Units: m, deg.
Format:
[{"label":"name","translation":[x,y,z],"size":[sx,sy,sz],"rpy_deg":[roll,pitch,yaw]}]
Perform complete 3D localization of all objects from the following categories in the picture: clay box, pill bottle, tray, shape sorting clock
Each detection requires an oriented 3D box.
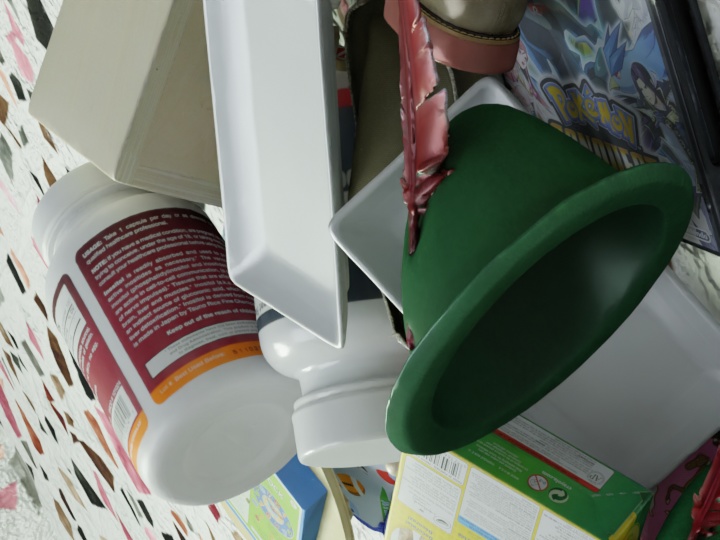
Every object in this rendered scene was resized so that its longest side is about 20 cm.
[{"label":"clay box","translation":[0.066,0.158,1.207],"size":[0.115,0.048,0.201],"rpy_deg":[30,138,19]},{"label":"pill bottle","translation":[0.000,0.000,1.339],"size":[0.120,0.119,0.201],"rpy_deg":[132,133,-71]},{"label":"tray","translation":[0.089,0.015,1.170],"size":[0.200,0.107,0.022],"rpy_deg":[47,-172,-7]},{"label":"pill bottle","translation":[-0.115,0.030,1.436],"size":[0.200,0.112,0.113],"rpy_deg":[57,163,34]},{"label":"shape sorting clock","translation":[-0.063,0.115,1.543],"size":[0.200,0.039,0.201],"rpy_deg":[48,157,28]},{"label":"tray","translation":[-0.038,-0.069,1.233],"size":[0.107,0.022,0.201],"rpy_deg":[31,133,49]}]

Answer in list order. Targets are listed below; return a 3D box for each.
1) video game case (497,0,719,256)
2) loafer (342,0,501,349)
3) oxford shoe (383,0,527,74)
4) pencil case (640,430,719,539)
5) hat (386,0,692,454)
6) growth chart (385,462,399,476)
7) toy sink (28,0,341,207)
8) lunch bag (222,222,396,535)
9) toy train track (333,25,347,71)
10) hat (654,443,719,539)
[{"label":"video game case","translation":[0.102,-0.110,1.156],"size":[0.200,0.025,0.182],"rpy_deg":[29,143,59]},{"label":"loafer","translation":[0.031,-0.049,1.213],"size":[0.075,0.069,0.201],"rpy_deg":[-14,91,39]},{"label":"oxford shoe","translation":[0.025,-0.169,1.165],"size":[0.200,0.070,0.075],"rpy_deg":[47,129,43]},{"label":"pencil case","translation":[0.130,0.067,1.248],"size":[0.200,0.082,0.087],"rpy_deg":[54,154,24]},{"label":"hat","translation":[0.036,-0.048,1.100],"size":[0.176,0.165,0.200],"rpy_deg":[48,116,22]},{"label":"growth chart","translation":[0.012,-0.003,1.416],"size":[0.200,0.145,0.018],"rpy_deg":[52,-165,19]},{"label":"toy sink","translation":[-0.094,-0.153,1.439],"size":[0.130,0.112,0.201],"rpy_deg":[34,107,53]},{"label":"lunch bag","translation":[-0.004,0.052,1.529],"size":[0.170,0.123,0.201],"rpy_deg":[101,147,-66]},{"label":"toy train track","translation":[-0.020,-0.164,1.301],"size":[0.201,0.032,0.115],"rpy_deg":[-97,16,-50]},{"label":"hat","translation":[0.161,0.095,1.136],"size":[0.177,0.199,0.166],"rpy_deg":[68,-166,9]}]
